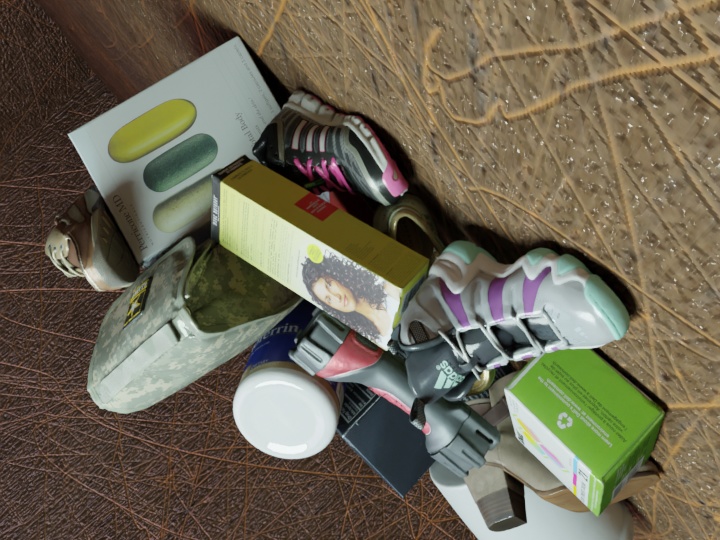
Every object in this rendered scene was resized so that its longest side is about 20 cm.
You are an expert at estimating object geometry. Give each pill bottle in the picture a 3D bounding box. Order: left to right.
[{"bbox_3d":[-0.067,0.101,0.879,0.116,0.114,0.202,48,-154,-20],"label":"pill bottle"}]

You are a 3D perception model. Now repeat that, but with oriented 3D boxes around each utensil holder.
[{"bbox_3d":[0.200,0.264,0.924,0.201,0.169,0.170,51,171,-14],"label":"utensil holder"}]

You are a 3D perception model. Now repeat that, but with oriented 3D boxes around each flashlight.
[{"bbox_3d":[0.029,0.110,0.703,0.199,0.068,0.068,40,173,-9],"label":"flashlight"}]

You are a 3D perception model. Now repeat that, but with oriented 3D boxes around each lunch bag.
[{"bbox_3d":[-0.162,0.041,0.755,0.119,0.163,0.200,54,-149,-2],"label":"lunch bag"}]

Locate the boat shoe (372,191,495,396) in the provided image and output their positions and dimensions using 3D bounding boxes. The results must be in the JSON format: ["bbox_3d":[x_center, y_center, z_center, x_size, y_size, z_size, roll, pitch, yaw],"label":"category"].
[{"bbox_3d":[0.066,0.032,0.685,0.203,0.072,0.063,61,-175,-16],"label":"boat shoe"}]

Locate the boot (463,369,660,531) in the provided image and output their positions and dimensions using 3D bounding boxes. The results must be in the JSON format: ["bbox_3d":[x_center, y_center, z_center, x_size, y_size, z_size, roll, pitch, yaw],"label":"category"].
[{"bbox_3d":[0.183,0.168,0.780,0.070,0.196,0.149,46,-151,-44],"label":"boot"}]

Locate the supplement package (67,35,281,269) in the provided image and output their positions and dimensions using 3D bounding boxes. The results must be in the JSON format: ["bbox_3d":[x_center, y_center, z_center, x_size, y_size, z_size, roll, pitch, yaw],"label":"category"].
[{"bbox_3d":[-0.172,-0.110,0.835,0.154,0.197,0.151,58,173,5],"label":"supplement package"}]

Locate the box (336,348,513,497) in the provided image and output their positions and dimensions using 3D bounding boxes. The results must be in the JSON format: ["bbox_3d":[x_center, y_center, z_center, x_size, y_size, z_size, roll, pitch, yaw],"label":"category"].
[{"bbox_3d":[0.048,0.132,0.957,0.124,0.198,0.200,48,173,-21],"label":"box"}]

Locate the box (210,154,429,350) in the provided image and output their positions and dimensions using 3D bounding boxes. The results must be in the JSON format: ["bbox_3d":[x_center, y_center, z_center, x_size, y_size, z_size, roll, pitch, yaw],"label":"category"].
[{"bbox_3d":[-0.040,-0.019,0.661,0.197,0.050,0.076,30,135,21],"label":"box"}]

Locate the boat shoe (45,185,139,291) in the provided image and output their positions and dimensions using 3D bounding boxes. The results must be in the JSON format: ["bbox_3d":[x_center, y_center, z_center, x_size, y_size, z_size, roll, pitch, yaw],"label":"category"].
[{"bbox_3d":[-0.266,-0.021,0.760,0.077,0.071,0.200,63,172,-25],"label":"boat shoe"}]

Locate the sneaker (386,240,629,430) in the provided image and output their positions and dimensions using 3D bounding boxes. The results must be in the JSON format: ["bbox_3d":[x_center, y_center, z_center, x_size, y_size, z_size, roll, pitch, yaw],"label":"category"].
[{"bbox_3d":[0.085,0.056,0.545,0.078,0.140,0.199,47,165,-20],"label":"sneaker"}]

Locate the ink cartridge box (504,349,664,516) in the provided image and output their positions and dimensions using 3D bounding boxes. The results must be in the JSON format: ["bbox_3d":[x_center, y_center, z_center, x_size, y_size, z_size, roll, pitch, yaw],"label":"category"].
[{"bbox_3d":[0.153,0.099,0.670,0.200,0.076,0.148,43,171,29],"label":"ink cartridge box"}]

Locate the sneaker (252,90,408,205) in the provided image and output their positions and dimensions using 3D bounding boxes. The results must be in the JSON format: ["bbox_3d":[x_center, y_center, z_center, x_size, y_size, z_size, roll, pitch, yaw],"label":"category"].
[{"bbox_3d":[-0.034,-0.093,0.690,0.199,0.087,0.074,38,169,47],"label":"sneaker"}]

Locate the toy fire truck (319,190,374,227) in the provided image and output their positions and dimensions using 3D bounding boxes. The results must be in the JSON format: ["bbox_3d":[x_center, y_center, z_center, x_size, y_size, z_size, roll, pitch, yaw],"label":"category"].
[{"bbox_3d":[0.000,0.000,0.817,0.203,0.110,0.169,85,159,-48],"label":"toy fire truck"}]
